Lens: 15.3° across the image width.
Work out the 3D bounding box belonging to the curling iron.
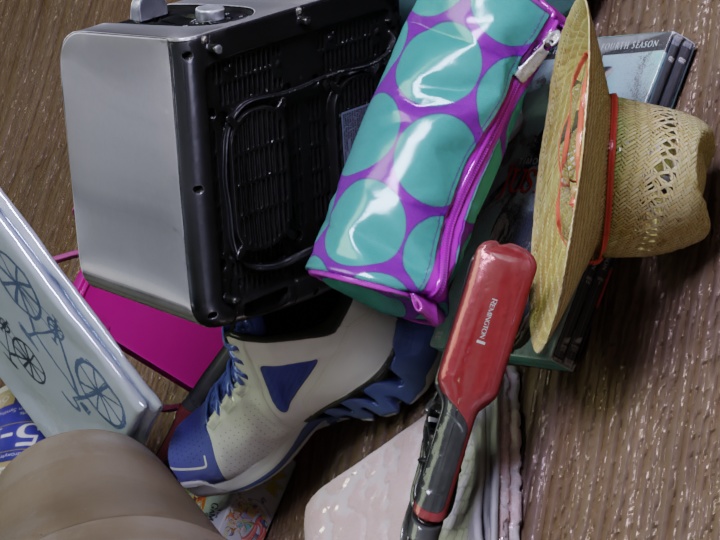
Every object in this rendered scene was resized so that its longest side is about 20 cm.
[{"bbox_3d":[-0.109,0.097,1.744,0.200,0.026,0.050,-53,4,29],"label":"curling iron"}]

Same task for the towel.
[{"bbox_3d":[0.024,0.171,1.514,0.191,0.032,0.200,-43,32,38],"label":"towel"}]

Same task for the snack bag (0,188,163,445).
[{"bbox_3d":[-0.203,0.053,1.749,0.021,0.189,0.200,-34,-12,-25],"label":"snack bag"}]

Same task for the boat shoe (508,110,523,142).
[{"bbox_3d":[0.010,-0.084,1.629,0.200,0.070,0.066,4,41,44],"label":"boat shoe"}]

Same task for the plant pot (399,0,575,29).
[{"bbox_3d":[0.055,-0.213,1.630,0.161,0.200,0.201,13,78,54],"label":"plant pot"}]

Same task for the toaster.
[{"bbox_3d":[-0.063,-0.069,1.532,0.118,0.181,0.201,15,117,42],"label":"toaster"}]

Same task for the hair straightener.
[{"bbox_3d":[0.055,0.085,1.454,0.077,0.041,0.201,111,171,-84],"label":"hair straightener"}]

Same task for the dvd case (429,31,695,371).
[{"bbox_3d":[0.114,-0.041,1.547,0.146,0.022,0.201,5,71,63],"label":"dvd case"}]

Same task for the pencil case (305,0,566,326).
[{"bbox_3d":[0.045,-0.070,1.493,0.092,0.085,0.201,15,78,41],"label":"pencil case"}]

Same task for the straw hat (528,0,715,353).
[{"bbox_3d":[0.144,-0.047,1.406,0.201,0.085,0.202,-175,90,-88],"label":"straw hat"}]

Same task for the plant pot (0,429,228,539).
[{"bbox_3d":[-0.160,0.194,1.630,0.200,0.200,0.174,-54,32,21],"label":"plant pot"}]

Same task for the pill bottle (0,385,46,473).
[{"bbox_3d":[-0.227,0.176,1.853,0.120,0.119,0.200,-50,19,27],"label":"pill bottle"}]

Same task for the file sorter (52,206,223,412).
[{"bbox_3d":[-0.128,-0.020,1.826,0.125,0.139,0.200,-11,51,59],"label":"file sorter"}]

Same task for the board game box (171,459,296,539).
[{"bbox_3d":[-0.121,0.201,1.760,0.134,0.034,0.201,12,78,64],"label":"board game box"}]

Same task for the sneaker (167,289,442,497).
[{"bbox_3d":[-0.056,0.053,1.641,0.199,0.115,0.081,-29,34,33],"label":"sneaker"}]
